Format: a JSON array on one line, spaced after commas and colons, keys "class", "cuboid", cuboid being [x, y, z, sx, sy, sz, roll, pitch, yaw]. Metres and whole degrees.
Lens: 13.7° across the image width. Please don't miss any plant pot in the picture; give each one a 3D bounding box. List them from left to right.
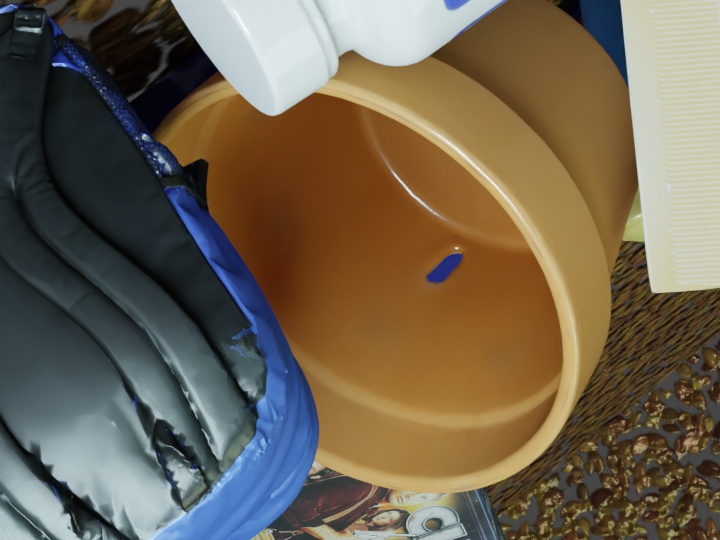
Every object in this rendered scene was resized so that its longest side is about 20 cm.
[{"class": "plant pot", "cuboid": [0.026, -0.029, 1.225, 0.140, 0.200, 0.200, -51, 180, -44]}]

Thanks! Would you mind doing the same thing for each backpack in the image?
[{"class": "backpack", "cuboid": [-0.107, 0.028, 1.116, 0.162, 0.200, 0.168, -40, 160, 4]}]

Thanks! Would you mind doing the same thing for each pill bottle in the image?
[{"class": "pill bottle", "cuboid": [0.025, -0.146, 1.101, 0.200, 0.112, 0.112, -35, 168, -11]}]

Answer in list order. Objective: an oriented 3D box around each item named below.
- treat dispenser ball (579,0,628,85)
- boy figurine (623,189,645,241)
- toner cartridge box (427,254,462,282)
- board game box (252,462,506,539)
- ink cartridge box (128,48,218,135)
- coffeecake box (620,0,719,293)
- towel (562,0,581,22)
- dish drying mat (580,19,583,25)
[{"class": "treat dispenser ball", "cuboid": [0.205, -0.140, 1.443, 0.201, 0.201, 0.201, -36, 168, -9]}, {"class": "boy figurine", "cuboid": [0.195, -0.083, 1.575, 0.200, 0.124, 0.064, -52, -162, -22]}, {"class": "toner cartridge box", "cuboid": [0.000, 0.000, 1.418, 0.200, 0.095, 0.043, -24, -153, 18]}, {"class": "board game box", "cuboid": [0.002, 0.137, 1.569, 0.135, 0.035, 0.200, -16, 135, 7]}, {"class": "ink cartridge box", "cuboid": [-0.060, -0.069, 1.322, 0.199, 0.041, 0.200, -37, 167, -8]}, {"class": "coffeecake box", "cuboid": [0.149, -0.107, 1.227, 0.073, 0.154, 0.200, -4, -152, 9]}, {"class": "towel", "cuboid": [0.159, -0.138, 1.692, 0.200, 0.050, 0.148, -42, 167, 18]}, {"class": "dish drying mat", "cuboid": [0.119, -0.085, 1.563, 0.077, 0.018, 0.200, 16, 94, -68]}]
